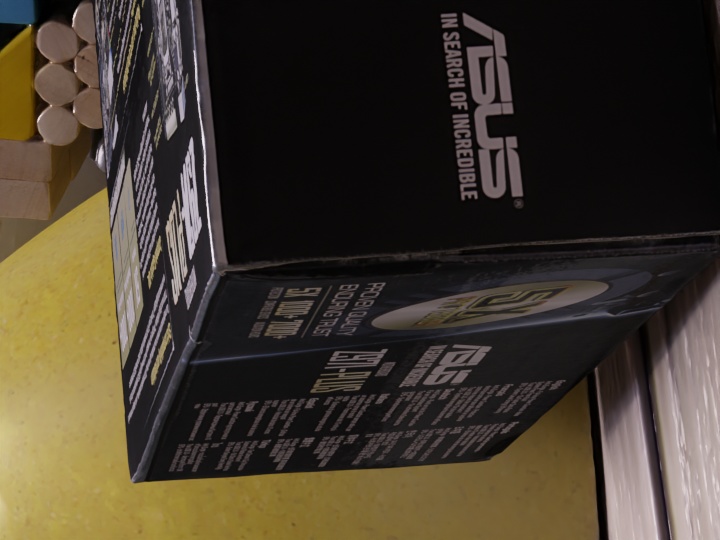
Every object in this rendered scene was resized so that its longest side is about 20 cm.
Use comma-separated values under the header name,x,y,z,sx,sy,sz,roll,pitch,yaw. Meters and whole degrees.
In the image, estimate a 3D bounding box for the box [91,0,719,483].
name,x,y,z,sx,sy,sz,roll,pitch,yaw
box,-0.003,-0.057,0.541,0.200,0.085,0.165,120,146,-73

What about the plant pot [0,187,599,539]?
name,x,y,z,sx,sy,sz,roll,pitch,yaw
plant pot,-0.022,0.044,0.723,0.200,0.141,0.202,175,90,-87

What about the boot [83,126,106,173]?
name,x,y,z,sx,sy,sz,roll,pitch,yaw
boot,-0.009,-0.106,0.818,0.131,0.070,0.201,18,-83,-61

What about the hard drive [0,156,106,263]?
name,x,y,z,sx,sy,sz,roll,pitch,yaw
hard drive,-0.047,0.045,0.841,0.199,0.025,0.133,29,-123,-38

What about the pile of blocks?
name,x,y,z,sx,sy,sz,roll,pitch,yaw
pile of blocks,-0.049,-0.088,0.718,0.082,0.199,0.062,52,-158,-17
